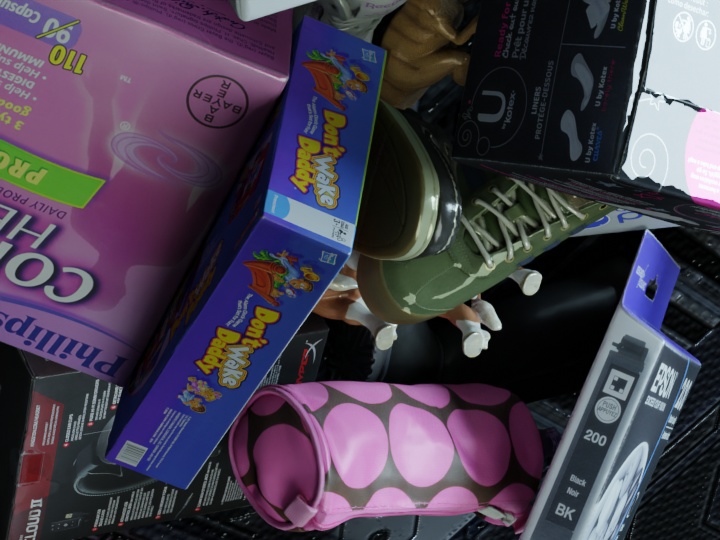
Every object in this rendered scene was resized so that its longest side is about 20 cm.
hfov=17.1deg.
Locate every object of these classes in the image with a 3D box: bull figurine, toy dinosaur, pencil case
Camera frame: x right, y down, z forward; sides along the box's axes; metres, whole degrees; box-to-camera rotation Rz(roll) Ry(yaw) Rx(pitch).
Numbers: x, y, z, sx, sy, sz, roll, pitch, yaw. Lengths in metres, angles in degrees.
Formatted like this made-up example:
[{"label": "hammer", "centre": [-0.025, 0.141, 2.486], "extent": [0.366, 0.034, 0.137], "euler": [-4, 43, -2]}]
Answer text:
[{"label": "bull figurine", "centre": [0.000, 0.000, 1.315], "extent": [0.200, 0.121, 0.065], "euler": [-3, 115, -39]}, {"label": "toy dinosaur", "centre": [0.032, -0.113, 1.306], "extent": [0.106, 0.060, 0.200], "euler": [-2, 142, -23]}, {"label": "pencil case", "centre": [0.020, 0.111, 1.393], "extent": [0.200, 0.094, 0.091], "euler": [2, 155, -42]}]

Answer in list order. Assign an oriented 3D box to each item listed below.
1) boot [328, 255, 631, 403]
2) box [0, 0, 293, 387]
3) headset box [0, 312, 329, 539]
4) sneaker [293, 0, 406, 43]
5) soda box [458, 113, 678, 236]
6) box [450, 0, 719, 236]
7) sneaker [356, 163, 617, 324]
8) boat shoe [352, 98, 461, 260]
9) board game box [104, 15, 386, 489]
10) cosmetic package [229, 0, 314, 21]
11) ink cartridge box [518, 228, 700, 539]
[{"label": "boot", "centre": [0.083, 0.032, 1.479], "extent": [0.200, 0.066, 0.165], "euler": [-12, 147, -17]}, {"label": "box", "centre": [-0.152, -0.071, 1.143], "extent": [0.176, 0.097, 0.200], "euler": [22, 123, -14]}, {"label": "headset box", "centre": [-0.134, 0.076, 1.383], "extent": [0.200, 0.077, 0.149], "euler": [-8, 136, -24]}, {"label": "sneaker", "centre": [-0.017, -0.141, 1.197], "extent": [0.075, 0.100, 0.200], "euler": [-28, 149, -16]}, {"label": "soda box", "centre": [0.158, -0.061, 1.354], "extent": [0.200, 0.064, 0.068], "euler": [-6, 164, 12]}, {"label": "box", "centre": [0.158, -0.092, 1.145], "extent": [0.200, 0.115, 0.132], "euler": [13, 87, -41]}, {"label": "sneaker", "centre": [0.090, -0.045, 1.237], "extent": [0.200, 0.067, 0.090], "euler": [-34, -175, -29]}, {"label": "boat shoe", "centre": [0.017, -0.050, 1.179], "extent": [0.066, 0.201, 0.072], "euler": [9, 101, -21]}, {"label": "board game box", "centre": [-0.056, -0.006, 1.145], "extent": [0.045, 0.135, 0.200], "euler": [22, 137, -13]}, {"label": "cosmetic package", "centre": [0.001, -0.235, 1.032], "extent": [0.199, 0.200, 0.123], "euler": [-19, 140, -15]}, {"label": "ink cartridge box", "centre": [0.162, 0.084, 1.448], "extent": [0.200, 0.043, 0.198], "euler": [-68, 165, 0]}]
